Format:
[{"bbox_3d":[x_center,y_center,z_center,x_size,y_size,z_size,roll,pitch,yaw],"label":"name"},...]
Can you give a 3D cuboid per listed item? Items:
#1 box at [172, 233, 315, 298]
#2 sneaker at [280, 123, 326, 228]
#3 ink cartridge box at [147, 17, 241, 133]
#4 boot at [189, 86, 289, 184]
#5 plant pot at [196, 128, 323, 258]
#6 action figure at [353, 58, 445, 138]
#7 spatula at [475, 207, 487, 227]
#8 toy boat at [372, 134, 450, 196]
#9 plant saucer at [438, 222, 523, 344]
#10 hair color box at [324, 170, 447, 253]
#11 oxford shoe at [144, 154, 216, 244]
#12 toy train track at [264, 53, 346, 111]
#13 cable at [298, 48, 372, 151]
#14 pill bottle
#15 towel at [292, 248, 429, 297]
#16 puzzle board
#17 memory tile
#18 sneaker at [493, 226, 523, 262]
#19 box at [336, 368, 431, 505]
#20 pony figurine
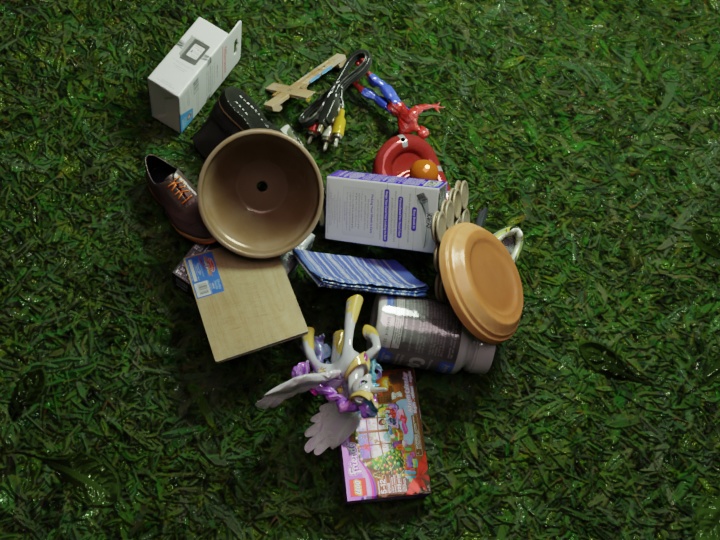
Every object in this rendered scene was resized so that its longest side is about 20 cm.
[{"bbox_3d":[-0.193,-0.020,1.444,0.156,0.050,0.201,32,65,4],"label":"box"},{"bbox_3d":[-0.115,-0.153,1.519,0.088,0.077,0.202,-29,73,8],"label":"sneaker"},{"bbox_3d":[-0.291,-0.359,1.535,0.066,0.116,0.201,29,64,4],"label":"ink cartridge box"},{"bbox_3d":[-0.196,-0.197,1.494,0.201,0.138,0.077,54,39,1],"label":"boot"},{"bbox_3d":[-0.158,-0.128,1.387,0.197,0.093,0.205,-1,104,-4],"label":"plant pot"},{"bbox_3d":[0.073,-0.313,1.608,0.098,0.066,0.200,-14,55,-45],"label":"action figure"},{"bbox_3d":[0.205,-0.050,1.510,0.020,0.056,0.202,36,41,-18],"label":"spatula"},{"bbox_3d":[0.101,-0.151,1.511,0.129,0.131,0.203,-16,71,-17],"label":"toy boat"},{"bbox_3d":[0.200,0.015,1.378,0.199,0.037,0.203,27,51,-38],"label":"plant saucer"},{"bbox_3d":[0.042,-0.101,1.452,0.197,0.111,0.065,9,19,19],"label":"hair color box"},{"bbox_3d":[-0.297,-0.117,1.425,0.071,0.073,0.199,-41,61,-16],"label":"oxford shoe"},{"bbox_3d":[-0.098,-0.341,1.605,0.114,0.033,0.200,21,52,39],"label":"toy train track"},{"bbox_3d":[-0.044,-0.314,1.586,0.096,0.050,0.202,13,68,34],"label":"cable"},{"bbox_3d":[0.115,0.106,1.412,0.196,0.114,0.116,10,65,-5],"label":"pill bottle"},{"bbox_3d":[0.000,0.000,1.411,0.197,0.145,0.024,7,109,-26],"label":"towel"},{"bbox_3d":[-0.182,0.040,1.361,0.148,0.018,0.202,-17,58,-13],"label":"puzzle board"},{"bbox_3d":[0.152,-0.053,1.442,0.017,0.156,0.200,3,25,21],"label":"memory tile"},{"bbox_3d":[0.220,0.002,1.498,0.075,0.077,0.202,29,67,1],"label":"sneaker"},{"bbox_3d":[0.031,0.261,1.371,0.134,0.039,0.203,-3,67,-11],"label":"box"},{"bbox_3d":[-0.044,0.161,1.303,0.166,0.192,0.202,41,26,-36],"label":"pony figurine"}]
